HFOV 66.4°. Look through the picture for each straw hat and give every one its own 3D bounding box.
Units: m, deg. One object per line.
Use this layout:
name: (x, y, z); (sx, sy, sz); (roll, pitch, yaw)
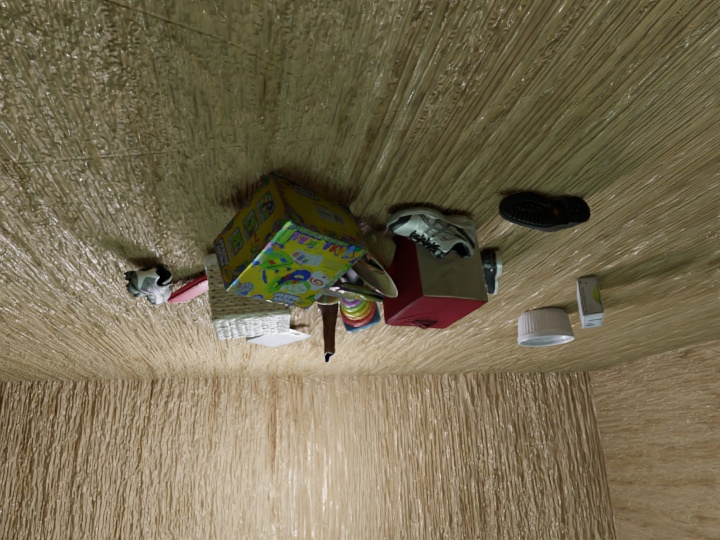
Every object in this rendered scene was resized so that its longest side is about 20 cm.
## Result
straw hat: (0.034, -0.039, 1.200); (0.200, 0.085, 0.201); (39, 165, 12)

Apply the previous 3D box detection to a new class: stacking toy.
stacking toy: (-0.021, 0.083, 1.579); (0.115, 0.111, 0.200); (-19, 149, 3)

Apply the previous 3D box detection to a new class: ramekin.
ramekin: (0.671, 0.207, 2.008); (0.197, 0.106, 0.200); (-2, 161, -1)

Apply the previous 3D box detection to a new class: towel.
towel: (-0.053, 0.044, 1.272); (0.143, 0.023, 0.199); (18, 170, -41)

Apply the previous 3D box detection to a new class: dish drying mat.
dish drying mat: (-0.440, 0.049, 1.473); (0.199, 0.018, 0.076); (-25, 162, 31)

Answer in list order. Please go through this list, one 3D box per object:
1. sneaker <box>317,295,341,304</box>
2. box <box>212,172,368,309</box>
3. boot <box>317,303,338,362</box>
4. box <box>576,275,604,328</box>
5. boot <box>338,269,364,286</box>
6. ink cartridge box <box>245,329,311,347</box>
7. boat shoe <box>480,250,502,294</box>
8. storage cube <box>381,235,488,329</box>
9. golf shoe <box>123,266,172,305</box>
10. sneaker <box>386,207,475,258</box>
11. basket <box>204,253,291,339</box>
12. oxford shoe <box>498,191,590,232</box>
sneaker: (-0.111, 0.050, 1.475); (0.198, 0.077, 0.087); (7, 177, 38)
box: (-0.130, -0.045, 1.021); (0.192, 0.123, 0.199); (-43, 143, 25)
boot: (-0.091, 0.173, 1.649); (0.068, 0.202, 0.188); (3, 161, -15)
box: (0.699, 0.100, 1.678); (0.059, 0.118, 0.200); (-9, 160, 19)
boot: (0.000, 0.000, 1.359); (0.137, 0.078, 0.200); (-16, 159, 21)
ink cartridge box: (-0.306, 0.236, 2.068); (0.198, 0.048, 0.160); (-19, 156, 26)
boat shoe: (0.328, 0.009, 1.425); (0.060, 0.075, 0.200); (-5, 158, 7)
storage cube: (0.159, 0.018, 1.241); (0.169, 0.202, 0.180); (6, 154, -22)
golf shoe: (-0.504, 0.036, 1.382); (0.093, 0.079, 0.200); (-19, 172, 2)
sneaker: (0.149, -0.071, 1.117); (0.198, 0.089, 0.076); (5, 162, -17)
basket: (-0.270, 0.062, 1.337); (0.197, 0.163, 0.198); (-4, 160, -11)
oxford shoe: (0.351, -0.105, 1.091); (0.198, 0.074, 0.084); (5, 162, -21)
